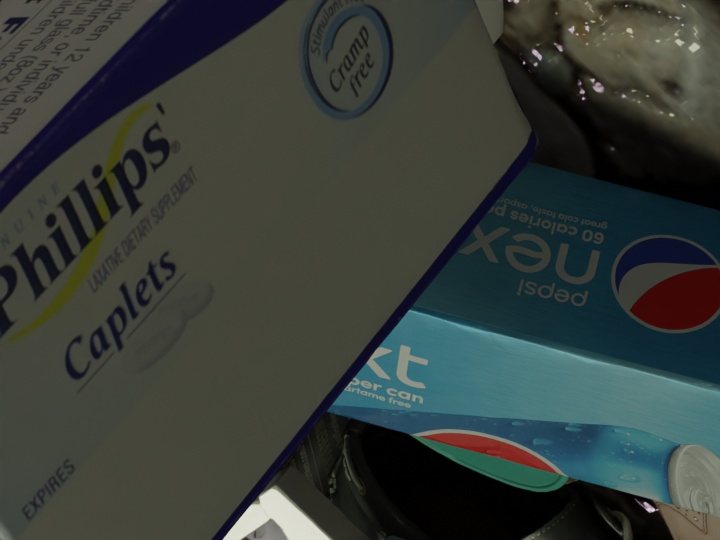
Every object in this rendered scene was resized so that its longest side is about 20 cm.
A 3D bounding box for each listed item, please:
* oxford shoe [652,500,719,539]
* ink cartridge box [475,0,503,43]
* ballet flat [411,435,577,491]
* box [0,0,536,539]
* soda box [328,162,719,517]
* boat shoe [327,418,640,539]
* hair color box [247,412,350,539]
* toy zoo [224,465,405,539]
[{"bbox_3d":[0.143,0.116,0.759,0.200,0.073,0.071,50,148,-15],"label":"oxford shoe"},{"bbox_3d":[-0.042,-0.139,0.623,0.145,0.084,0.201,24,145,24],"label":"ink cartridge box"},{"bbox_3d":[0.000,0.000,0.774,0.199,0.074,0.074,30,148,10],"label":"ballet flat"},{"bbox_3d":[-0.094,-0.017,0.560,0.199,0.184,0.105,5,135,44],"label":"box"},{"bbox_3d":[0.052,0.014,0.682,0.199,0.064,0.068,15,145,5],"label":"soda box"},{"bbox_3d":[0.075,0.114,0.832,0.199,0.072,0.068,30,141,16],"label":"boat shoe"},{"bbox_3d":[-0.095,0.025,0.895,0.199,0.064,0.111,28,156,21],"label":"hair color box"},{"bbox_3d":[-0.040,0.159,0.845,0.199,0.020,0.132,-34,95,25],"label":"toy zoo"}]
